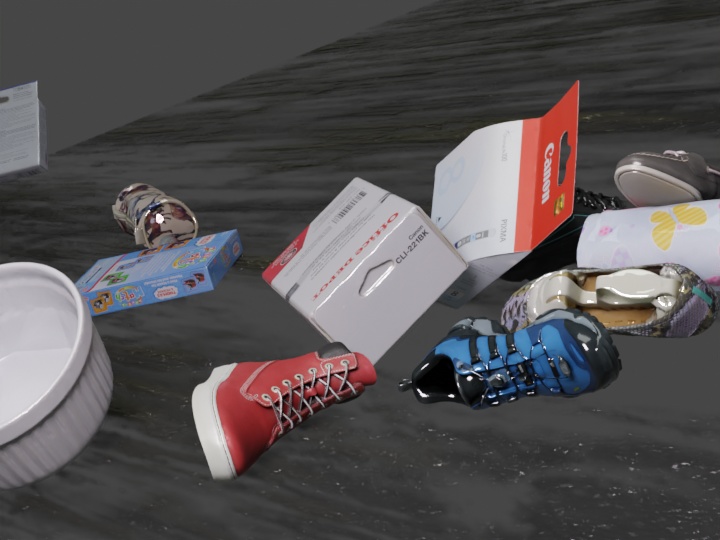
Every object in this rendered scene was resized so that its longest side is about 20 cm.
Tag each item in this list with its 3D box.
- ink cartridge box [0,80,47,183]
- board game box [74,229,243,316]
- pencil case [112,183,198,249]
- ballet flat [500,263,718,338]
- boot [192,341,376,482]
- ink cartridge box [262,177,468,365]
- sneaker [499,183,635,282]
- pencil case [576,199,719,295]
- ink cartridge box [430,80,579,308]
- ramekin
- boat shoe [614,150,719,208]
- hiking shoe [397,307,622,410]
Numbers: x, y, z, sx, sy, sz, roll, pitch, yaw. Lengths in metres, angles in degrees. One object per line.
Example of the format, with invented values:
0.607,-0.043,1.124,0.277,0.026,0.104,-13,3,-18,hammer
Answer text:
-0.753,-0.282,2.998,0.195,0.202,0.043,-12,-23,15,ink cartridge box
-0.261,0.005,1.795,0.198,0.037,0.151,-13,16,14,board game box
-0.296,-0.074,2.019,0.089,0.079,0.200,-1,10,-21,pencil case
0.198,0.022,1.201,0.199,0.073,0.072,-4,20,33,ballet flat
-0.059,0.109,1.188,0.143,0.073,0.200,-13,13,6,boot
0.000,0.000,1.374,0.144,0.084,0.200,-46,19,-3,ink cartridge box
0.223,-0.048,1.419,0.198,0.080,0.075,-14,16,1,sneaker
0.287,-0.013,1.232,0.199,0.091,0.084,-7,44,34,pencil case
0.133,-0.076,1.359,0.200,0.047,0.161,-44,31,50,ink cartridge box
-0.318,0.102,1.282,0.198,0.105,0.201,-11,47,12,ramekin
0.300,-0.074,1.273,0.199,0.058,0.067,22,-23,-33,boat shoe
0.120,0.082,1.119,0.086,0.075,0.199,-35,14,-31,hiking shoe
